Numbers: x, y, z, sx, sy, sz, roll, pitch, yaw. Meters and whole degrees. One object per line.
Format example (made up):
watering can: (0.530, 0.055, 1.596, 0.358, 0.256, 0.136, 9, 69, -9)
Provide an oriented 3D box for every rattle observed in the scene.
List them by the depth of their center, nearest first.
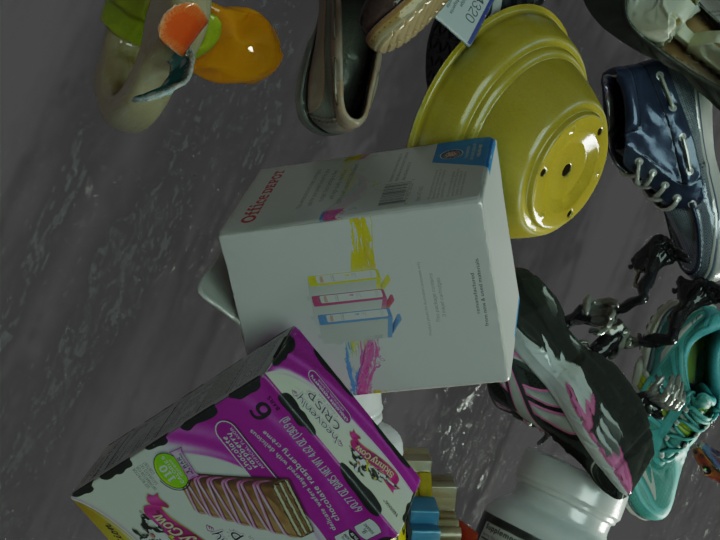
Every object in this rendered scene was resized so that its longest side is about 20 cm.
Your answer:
rattle: (-0.090, -0.131, 0.771, 0.142, 0.199, 0.132, 33, 81, -28)

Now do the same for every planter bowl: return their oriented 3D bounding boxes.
planter bowl: (0.128, -0.089, 0.923, 0.199, 0.083, 0.203, -30, 136, -34)

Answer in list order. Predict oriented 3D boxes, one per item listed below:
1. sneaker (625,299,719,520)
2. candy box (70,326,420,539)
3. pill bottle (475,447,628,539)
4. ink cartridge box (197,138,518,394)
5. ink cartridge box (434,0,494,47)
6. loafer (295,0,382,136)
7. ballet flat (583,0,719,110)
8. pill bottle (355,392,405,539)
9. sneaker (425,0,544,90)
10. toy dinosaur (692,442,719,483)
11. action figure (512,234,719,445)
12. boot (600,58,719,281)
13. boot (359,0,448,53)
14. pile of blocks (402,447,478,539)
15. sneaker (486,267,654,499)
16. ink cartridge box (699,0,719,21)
sneaker: (0.277, 0.125, 1.083, 0.076, 0.079, 0.204, 13, 91, -30)
candy box: (-0.079, 0.144, 0.808, 0.137, 0.199, 0.061, 50, 33, -11)
pill bottle: (0.138, 0.257, 1.001, 0.115, 0.116, 0.203, 29, 82, -29)
ink cartridge box: (0.000, 0.000, 0.836, 0.196, 0.129, 0.127, -7, 112, 14)
ink cartridge box: (0.032, -0.285, 0.872, 0.199, 0.043, 0.198, 38, 63, -19)
loafer: (0.001, -0.198, 0.893, 0.071, 0.063, 0.204, 8, 93, -29)
ballet flat: (0.272, -0.194, 0.999, 0.199, 0.068, 0.068, 35, 80, 0)
pill bottle: (-0.020, 0.181, 0.904, 0.108, 0.109, 0.204, -7, 100, -28)
sneaker: (0.113, -0.211, 0.950, 0.082, 0.071, 0.204, 14, 89, -31)
toy dinosaur: (0.357, 0.121, 1.093, 0.103, 0.200, 0.185, 6, 103, -2)
action figure: (0.216, 0.064, 1.026, 0.119, 0.102, 0.200, 45, 78, -9)
boot: (0.259, -0.082, 1.060, 0.089, 0.073, 0.204, -12, 94, -20)
boot: (0.012, -0.255, 0.806, 0.166, 0.072, 0.201, 38, 66, -2)
pile of blocks: (0.065, 0.235, 0.941, 0.061, 0.082, 0.204, 2, 71, -8)
sneaker: (0.151, 0.096, 0.978, 0.080, 0.086, 0.201, -22, 73, -44)
ink cartridge box: (0.279, -0.321, 0.999, 0.129, 0.125, 0.200, -50, 117, -15)
